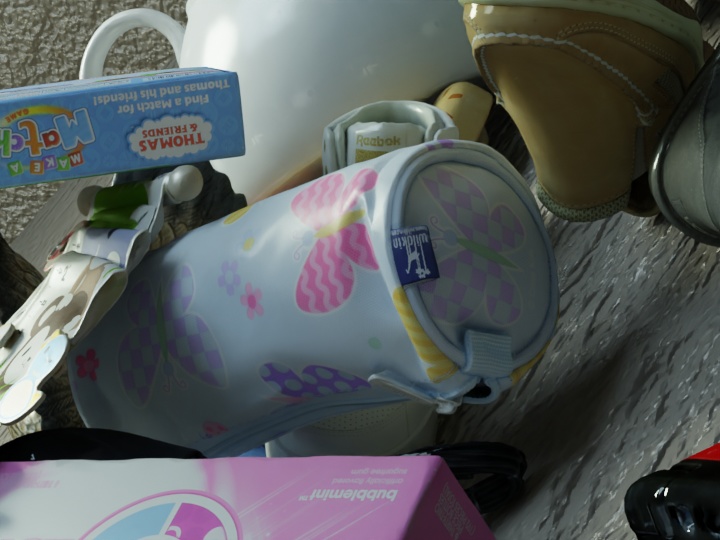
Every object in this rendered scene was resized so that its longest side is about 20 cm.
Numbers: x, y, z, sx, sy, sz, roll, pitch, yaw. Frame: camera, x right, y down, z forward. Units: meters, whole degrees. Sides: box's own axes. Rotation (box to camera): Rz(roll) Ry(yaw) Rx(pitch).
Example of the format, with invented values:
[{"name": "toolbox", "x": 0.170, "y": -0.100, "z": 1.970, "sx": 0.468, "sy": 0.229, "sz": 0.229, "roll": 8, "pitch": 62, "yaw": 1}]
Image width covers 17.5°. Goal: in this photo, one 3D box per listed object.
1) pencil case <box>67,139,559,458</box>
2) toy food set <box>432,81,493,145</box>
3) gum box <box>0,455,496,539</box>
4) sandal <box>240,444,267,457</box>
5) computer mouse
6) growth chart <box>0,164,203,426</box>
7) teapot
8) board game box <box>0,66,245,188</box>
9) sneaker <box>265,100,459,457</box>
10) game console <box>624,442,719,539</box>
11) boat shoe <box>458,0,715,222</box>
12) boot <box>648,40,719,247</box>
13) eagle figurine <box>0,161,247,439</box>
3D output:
[{"name": "pencil case", "x": -0.020, "y": 0.018, "z": 0.846, "sx": 0.083, "sy": 0.091, "sz": 0.199, "roll": -9, "pitch": -6, "yaw": -45}, {"name": "toy food set", "x": -0.006, "y": -0.002, "z": 1.168, "sx": 0.198, "sy": 0.049, "sz": 0.200, "roll": -55, "pitch": 12, "yaw": -14}, {"name": "gum box", "x": -0.063, "y": 0.122, "z": 0.732, "sx": 0.199, "sy": 0.066, "sz": 0.114, "roll": -4, "pitch": 44, "yaw": 35}, {"name": "sandal", "x": -0.056, "y": 0.096, "z": 0.973, "sx": 0.080, "sy": 0.087, "sz": 0.200, "roll": -50, "pitch": 13, "yaw": -2}, {"name": "computer mouse", "x": -0.040, "y": 0.070, "z": 0.822, "sx": 0.059, "sy": 0.198, "sz": 0.034, "roll": 80, "pitch": -170, "yaw": -50}, {"name": "growth chart", "x": -0.131, "y": 0.034, "z": 0.857, "sx": 0.200, "sy": 0.018, "sz": 0.144, "roll": -51, "pitch": 17, "yaw": -23}, {"name": "teapot", "x": -0.024, "y": -0.127, "z": 1.229, "sx": 0.199, "sy": 0.147, "sz": 0.197, "roll": -26, "pitch": -7, "yaw": -32}, {"name": "board game box", "x": -0.127, "y": -0.058, "z": 0.960, "sx": 0.150, "sy": 0.037, "sz": 0.200, "roll": -8, "pitch": 7, "yaw": -5}, {"name": "sneaker", "x": 0.000, "y": 0.000, "z": 0.953, "sx": 0.200, "sy": 0.073, "sz": 0.116, "roll": -74, "pitch": -17, "yaw": -62}, {"name": "game console", "x": 0.132, "y": 0.084, "z": 0.436, "sx": 0.171, "sy": 0.119, "sz": 0.200, "roll": -22, "pitch": 4, "yaw": -17}, {"name": "boat shoe", "x": 0.082, "y": -0.054, "z": 0.802, "sx": 0.200, "sy": 0.071, "sz": 0.077, "roll": 17, "pitch": -95, "yaw": -64}, {"name": "boot", "x": 0.153, "y": -0.063, "z": 0.674, "sx": 0.200, "sy": 0.072, "sz": 0.183, "roll": -98, "pitch": 33, "yaw": -83}, {"name": "eagle figurine", "x": -0.126, "y": 0.056, "z": 1.072, "sx": 0.152, "sy": 0.150, "sz": 0.201, "roll": -96, "pitch": 24, "yaw": -62}]
